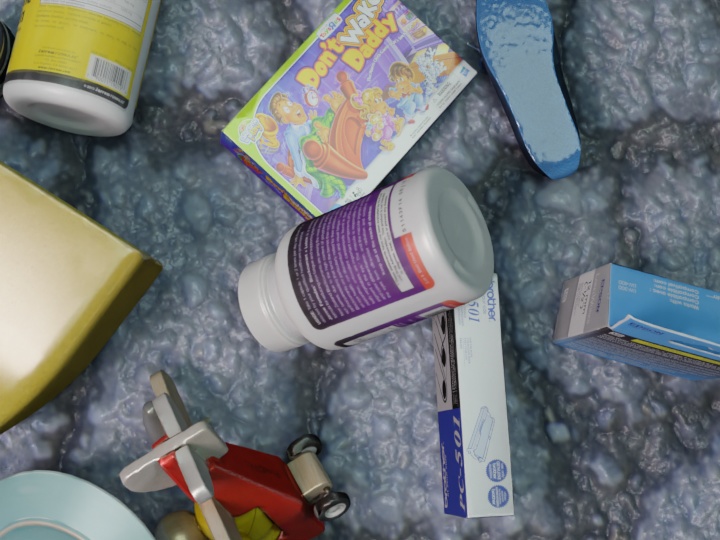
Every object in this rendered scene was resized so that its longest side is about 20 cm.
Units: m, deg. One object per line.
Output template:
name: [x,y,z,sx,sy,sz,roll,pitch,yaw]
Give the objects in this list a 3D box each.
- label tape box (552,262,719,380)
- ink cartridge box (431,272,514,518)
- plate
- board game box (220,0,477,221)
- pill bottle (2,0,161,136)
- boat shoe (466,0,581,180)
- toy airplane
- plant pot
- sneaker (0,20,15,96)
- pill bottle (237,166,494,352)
label tape box: [0.261,0.043,1.083,0.142,0.200,0.067,15,79,-6]
ink cartridge box: [0.095,0.108,1.103,0.044,0.094,0.202,-2,82,-9]
plate: [-0.234,0.253,1.009,0.198,0.026,0.202,7,110,19]
board game box: [-0.011,-0.146,1.150,0.134,0.045,0.200,41,78,-1]
pill bottle: [-0.229,-0.225,1.096,0.111,0.112,0.202,12,80,-6]
boat shoe: [0.145,-0.177,1.170,0.083,0.069,0.202,-11,88,3]
toy airplane: [-0.119,0.183,1.016,0.199,0.200,0.141,45,107,-7]
plant pot: [-0.295,0.025,1.015,0.193,0.196,0.201,32,85,-3]
sneaker: [-0.357,-0.133,1.065,0.070,0.109,0.201,32,79,-2]
pill bottle: [0.000,0.000,1.057,0.199,0.111,0.112,-22,84,29]
